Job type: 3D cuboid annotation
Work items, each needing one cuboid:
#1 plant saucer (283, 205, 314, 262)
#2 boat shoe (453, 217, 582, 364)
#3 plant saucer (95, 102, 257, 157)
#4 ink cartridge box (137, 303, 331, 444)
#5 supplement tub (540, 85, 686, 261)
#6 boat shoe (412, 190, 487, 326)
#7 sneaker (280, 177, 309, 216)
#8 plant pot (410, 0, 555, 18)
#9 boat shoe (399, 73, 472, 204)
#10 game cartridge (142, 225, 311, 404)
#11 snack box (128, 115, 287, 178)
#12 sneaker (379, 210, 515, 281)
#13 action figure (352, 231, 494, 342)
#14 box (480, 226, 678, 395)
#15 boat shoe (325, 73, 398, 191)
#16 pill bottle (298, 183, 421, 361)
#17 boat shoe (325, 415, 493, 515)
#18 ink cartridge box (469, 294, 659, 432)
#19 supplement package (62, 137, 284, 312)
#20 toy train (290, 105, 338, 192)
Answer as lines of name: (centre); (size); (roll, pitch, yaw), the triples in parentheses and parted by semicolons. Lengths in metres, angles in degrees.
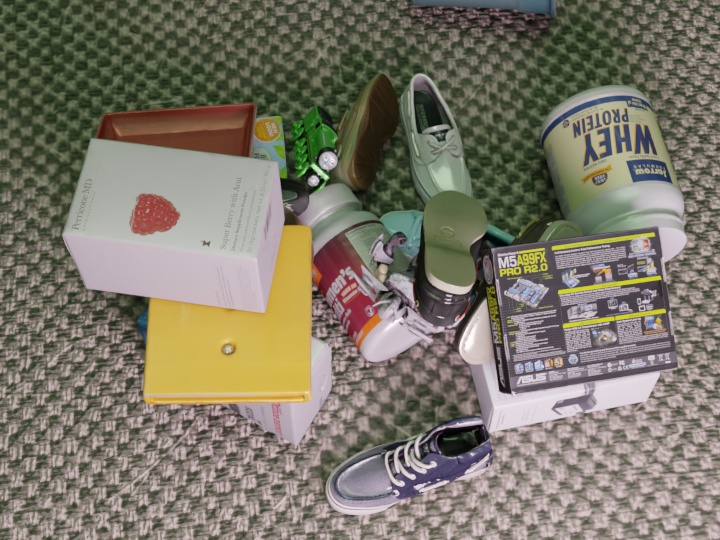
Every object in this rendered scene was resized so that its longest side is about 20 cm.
plant saucer: (-0.154, -0.017, 1.408); (0.198, 0.201, 0.032); (3, 48, 1)
boat shoe: (0.171, 0.020, 1.380); (0.200, 0.072, 0.059); (-51, 31, -9)
plant saucer: (-0.226, -0.128, 1.460); (0.198, 0.037, 0.201); (-4, 40, 2)
ink cartridge box: (-0.139, 0.098, 1.375); (0.199, 0.145, 0.084); (26, 66, 12)
supplement tub: (0.311, -0.108, 1.489); (0.144, 0.145, 0.201); (-10, 64, -5)
boat shoe: (0.094, -0.019, 1.312); (0.073, 0.063, 0.202); (17, 36, -2)
sneaker: (-0.146, -0.039, 1.468); (0.198, 0.116, 0.075); (-10, 33, 12)
plant pot: (0.162, -0.437, 1.631); (0.194, 0.201, 0.202); (-1, 64, 7)
boat shoe: (0.094, -0.161, 1.554); (0.073, 0.065, 0.201); (-16, 65, -13)
game cartridge: (-0.139, 0.045, 1.297); (0.175, 0.033, 0.201); (0, 61, -1)
snack box: (-0.192, -0.116, 1.537); (0.198, 0.053, 0.143); (-6, 65, -2)
sneaker: (0.115, -0.042, 1.489); (0.198, 0.082, 0.074); (14, 64, 6)
action figure: (0.074, 0.002, 1.367); (0.130, 0.069, 0.200); (49, 45, 2)
box: (0.241, 0.043, 1.333); (0.198, 0.044, 0.162); (-8, 88, -12)
boat shoe: (-0.004, -0.179, 1.558); (0.064, 0.071, 0.201); (-11, 39, 31)
pill bottle: (0.000, 0.000, 1.452); (0.109, 0.110, 0.201); (-29, 68, -14)
boat shoe: (0.055, 0.212, 1.359); (0.199, 0.093, 0.075); (-18, 65, -9)
ink cartridge box: (0.230, 0.092, 1.424); (0.198, 0.084, 0.146); (-10, 63, -5)
supplement package: (-0.189, -0.046, 1.259); (0.198, 0.120, 0.122); (7, 63, 4)
toy train: (-0.054, -0.154, 1.502); (0.056, 0.200, 0.042); (-43, 111, 13)
